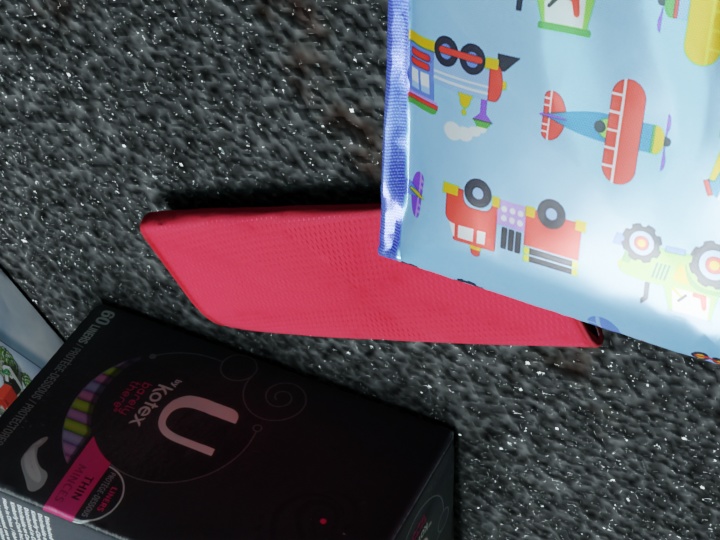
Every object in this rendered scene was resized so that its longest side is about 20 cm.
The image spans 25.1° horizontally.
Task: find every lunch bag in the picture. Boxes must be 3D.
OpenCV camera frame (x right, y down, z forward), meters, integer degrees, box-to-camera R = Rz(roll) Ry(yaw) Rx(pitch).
[{"bbox_3d":[0.085,-0.084,0.446,0.150,0.094,0.201,18,134,25],"label":"lunch bag"}]

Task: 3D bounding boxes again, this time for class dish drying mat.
[{"bbox_3d":[0.000,0.000,0.666,0.199,0.018,0.077,0,134,38],"label":"dish drying mat"}]

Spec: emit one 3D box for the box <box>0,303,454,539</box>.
[{"bbox_3d":[-0.067,0.117,0.765,0.199,0.122,0.106,18,138,20],"label":"box"}]

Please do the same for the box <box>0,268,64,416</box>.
[{"bbox_3d":[-0.217,0.060,0.806,0.038,0.137,0.200,-6,130,43],"label":"box"}]
